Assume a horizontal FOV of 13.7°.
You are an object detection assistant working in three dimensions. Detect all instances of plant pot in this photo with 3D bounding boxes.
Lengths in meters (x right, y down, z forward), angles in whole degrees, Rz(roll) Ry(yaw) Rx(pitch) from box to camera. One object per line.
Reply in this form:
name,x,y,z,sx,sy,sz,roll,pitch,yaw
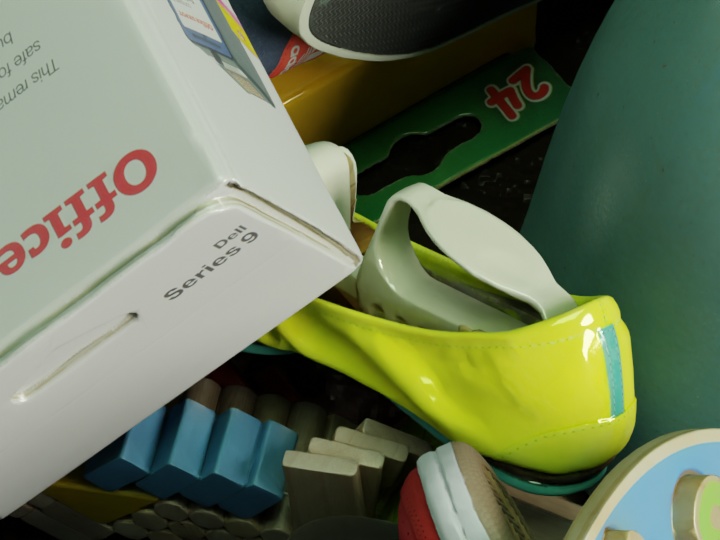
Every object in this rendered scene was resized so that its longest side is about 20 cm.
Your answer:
plant pot,0.151,-0.029,0.893,0.200,0.161,0.201,4,46,-4

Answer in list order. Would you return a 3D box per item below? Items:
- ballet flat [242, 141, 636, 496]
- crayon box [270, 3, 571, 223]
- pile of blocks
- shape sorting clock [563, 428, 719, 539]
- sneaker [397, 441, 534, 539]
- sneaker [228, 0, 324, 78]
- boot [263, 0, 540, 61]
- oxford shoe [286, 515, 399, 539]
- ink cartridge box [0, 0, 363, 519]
ballet flat,0.000,0.000,0.885,0.200,0.067,0.067,24,35,35
crayon box,-0.027,-0.108,1.036,0.127,0.051,0.200,-31,63,-17
pile of blocks,-0.021,0.052,0.916,0.200,0.082,0.062,9,58,7
shape sorting clock,0.095,0.141,0.772,0.039,0.200,0.200,-3,53,31
sneaker,0.017,0.148,0.803,0.112,0.200,0.071,-18,20,6
sneaker,-0.058,-0.151,0.981,0.084,0.075,0.200,-4,73,-36
boot,0.013,-0.151,0.970,0.200,0.072,0.144,-23,70,-44
oxford shoe,0.061,0.135,0.878,0.200,0.071,0.071,21,37,-4
ink cartridge box,-0.112,-0.050,0.876,0.145,0.087,0.200,-36,61,15
